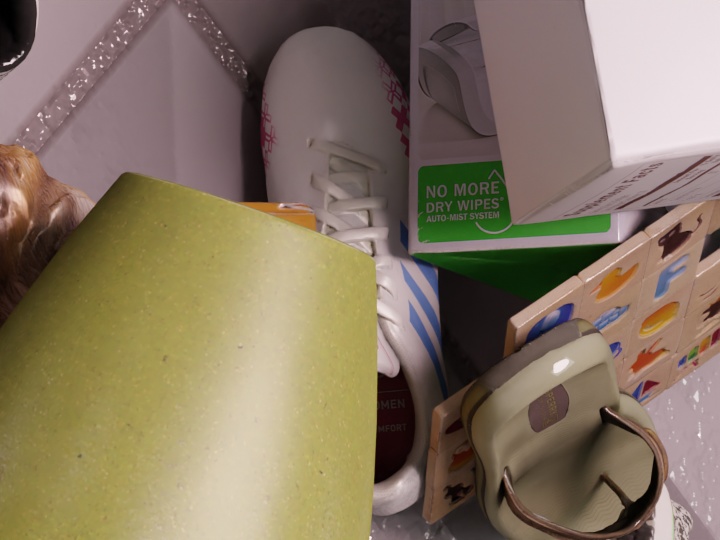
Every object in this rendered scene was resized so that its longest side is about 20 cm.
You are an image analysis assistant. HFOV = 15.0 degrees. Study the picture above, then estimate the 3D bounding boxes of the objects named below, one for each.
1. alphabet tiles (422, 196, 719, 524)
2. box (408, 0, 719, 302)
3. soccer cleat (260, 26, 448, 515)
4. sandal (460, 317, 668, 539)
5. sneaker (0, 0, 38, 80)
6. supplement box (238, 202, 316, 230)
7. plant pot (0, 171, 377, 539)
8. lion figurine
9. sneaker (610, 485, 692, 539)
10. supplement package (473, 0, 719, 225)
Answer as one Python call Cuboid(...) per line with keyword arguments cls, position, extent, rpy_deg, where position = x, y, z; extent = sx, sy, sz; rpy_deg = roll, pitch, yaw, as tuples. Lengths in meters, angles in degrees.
Cuboid(cls="alphabet tiles", position=(0.107, 0.027, 1.108), extent=(0.200, 0.167, 0.008), rpy_deg=(-33, 67, -18))
Cuboid(cls="box", position=(0.097, -0.080, 1.157), extent=(0.200, 0.097, 0.177), rpy_deg=(21, 68, -64))
Cuboid(cls="soccer cleat", position=(0.000, 0.000, 1.098), extent=(0.086, 0.070, 0.200), rpy_deg=(-26, 106, -82))
Cuboid(cls="sandal", position=(0.086, 0.080, 1.088), extent=(0.080, 0.057, 0.201), rpy_deg=(-40, 158, -1))
Cuboid(cls="sneaker", position=(-0.163, -0.146, 0.878), extent=(0.076, 0.115, 0.201), rpy_deg=(-40, 106, -23))
Cuboid(cls="supplement box", position=(-0.055, 0.075, 1.057), extent=(0.066, 0.069, 0.200), rpy_deg=(1, 86, -37))
Cuboid(cls="plant pot", position=(-0.070, 0.075, 0.932), extent=(0.187, 0.187, 0.200), rpy_deg=(22, 85, -38))
Cuboid(cls="lion figurine", position=(-0.178, -0.016, 0.968), extent=(0.200, 0.072, 0.123), rpy_deg=(-9, 98, -29))
Cuboid(cls="sneaker", position=(0.124, 0.182, 1.210), extent=(0.089, 0.077, 0.200), rpy_deg=(19, 75, -50))
Cuboid(cls="supplement package", position=(0.154, -0.093, 1.001), extent=(0.200, 0.117, 0.117), rpy_deg=(-7, 82, -15))
